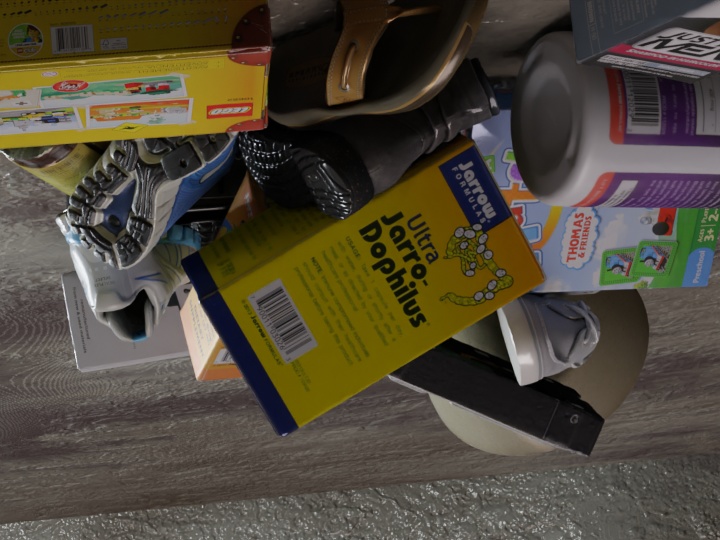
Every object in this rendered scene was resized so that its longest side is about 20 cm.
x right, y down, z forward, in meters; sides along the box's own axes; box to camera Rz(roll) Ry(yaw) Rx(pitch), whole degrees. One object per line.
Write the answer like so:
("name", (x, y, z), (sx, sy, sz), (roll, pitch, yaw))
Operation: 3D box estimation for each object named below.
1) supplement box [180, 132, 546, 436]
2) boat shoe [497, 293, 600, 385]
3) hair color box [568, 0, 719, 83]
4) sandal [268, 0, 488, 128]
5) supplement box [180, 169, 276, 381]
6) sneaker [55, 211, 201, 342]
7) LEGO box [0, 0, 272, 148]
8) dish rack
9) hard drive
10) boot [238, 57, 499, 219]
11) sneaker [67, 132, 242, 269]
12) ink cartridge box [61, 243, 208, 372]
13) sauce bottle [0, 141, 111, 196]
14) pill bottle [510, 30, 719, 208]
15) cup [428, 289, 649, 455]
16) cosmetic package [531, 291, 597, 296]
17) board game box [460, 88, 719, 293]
("supplement box", (0.000, 0.000, 1.462), (0.200, 0.110, 0.109), (-31, -163, -2))
("boat shoe", (0.142, 0.047, 1.665), (0.068, 0.072, 0.200), (-17, 168, 7))
("hair color box", (0.220, -0.167, 1.275), (0.099, 0.061, 0.200), (5, 163, -37))
("sandal", (-0.002, -0.132, 1.327), (0.054, 0.081, 0.200), (26, 155, -36))
("supplement box", (-0.071, 0.003, 1.606), (0.069, 0.067, 0.200), (-3, 150, -24))
("sneaker", (-0.157, 0.009, 1.566), (0.075, 0.087, 0.200), (-12, 172, 12))
("LEGO box", (-0.150, -0.126, 1.251), (0.199, 0.078, 0.149), (-5, 167, -5))
("dish rack", (-0.143, -0.041, 1.682), (0.153, 0.055, 0.200), (-3, 167, -6))
("hard drive", (0.080, 0.081, 1.740), (0.199, 0.038, 0.140), (24, -176, -7))
("boot", (0.001, -0.096, 1.450), (0.131, 0.070, 0.200), (-33, -151, -17))
("sneaker", (-0.112, -0.091, 1.410), (0.200, 0.079, 0.089), (-50, 178, 41))
("ink cartridge box", (-0.118, 0.020, 1.828), (0.199, 0.085, 0.146), (-10, -177, 15))
("sauce bottle", (-0.179, -0.077, 1.482), (0.064, 0.065, 0.200), (-8, 165, 12))
("pill bottle", (0.207, -0.096, 1.466), (0.199, 0.112, 0.111), (0, 166, -24))
("cup", (0.123, 0.032, 1.879), (0.199, 0.201, 0.143), (-11, 144, 21))
("cosmetic package", (0.085, -0.035, 1.678), (0.199, 0.113, 0.081), (-5, 171, -11))
("board game box", (0.159, -0.056, 1.586), (0.199, 0.037, 0.152), (-2, 123, -14))
